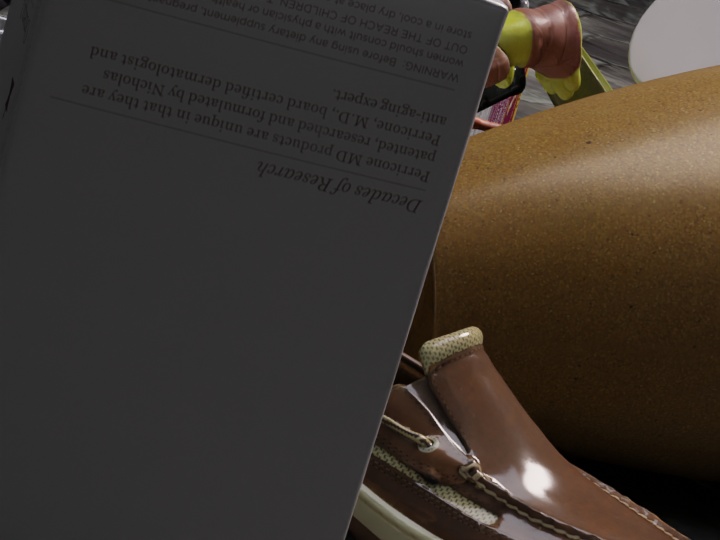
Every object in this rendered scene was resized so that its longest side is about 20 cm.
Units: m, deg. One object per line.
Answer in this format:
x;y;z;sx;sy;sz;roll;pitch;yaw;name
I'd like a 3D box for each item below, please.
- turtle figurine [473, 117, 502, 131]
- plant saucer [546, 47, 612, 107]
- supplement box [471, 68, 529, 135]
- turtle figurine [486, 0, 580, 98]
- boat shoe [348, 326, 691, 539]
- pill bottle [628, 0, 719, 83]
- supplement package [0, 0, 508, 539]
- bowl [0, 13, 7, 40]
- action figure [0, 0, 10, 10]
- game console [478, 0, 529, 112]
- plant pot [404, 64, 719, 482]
0.041;-0.053;1.183;0.199;0.065;0.161;-3;5;-21;turtle figurine
0.158;-0.053;1.206;0.200;0.031;0.200;54;9;-12;plant saucer
0.033;-0.129;1.390;0.130;0.104;0.200;19;13;11;supplement box
0.003;-0.087;0.914;0.160;0.065;0.200;-16;5;-30;turtle figurine
0.026;0.056;0.716;0.201;0.075;0.075;21;15;18;boat shoe
0.237;-0.078;1.226;0.119;0.120;0.200;32;-11;48;pill bottle
-0.053;-0.002;0.587;0.117;0.201;0.117;13;14;-15;supplement package
-0.165;-0.059;0.914;0.200;0.091;0.201;16;15;-4;bowl
-0.129;-0.128;0.973;0.130;0.069;0.200;51;-28;-14;action figure
-0.014;-0.144;1.192;0.199;0.117;0.176;-1;16;30;game console
0.108;0.004;0.859;0.199;0.188;0.186;-2;19;-18;plant pot
